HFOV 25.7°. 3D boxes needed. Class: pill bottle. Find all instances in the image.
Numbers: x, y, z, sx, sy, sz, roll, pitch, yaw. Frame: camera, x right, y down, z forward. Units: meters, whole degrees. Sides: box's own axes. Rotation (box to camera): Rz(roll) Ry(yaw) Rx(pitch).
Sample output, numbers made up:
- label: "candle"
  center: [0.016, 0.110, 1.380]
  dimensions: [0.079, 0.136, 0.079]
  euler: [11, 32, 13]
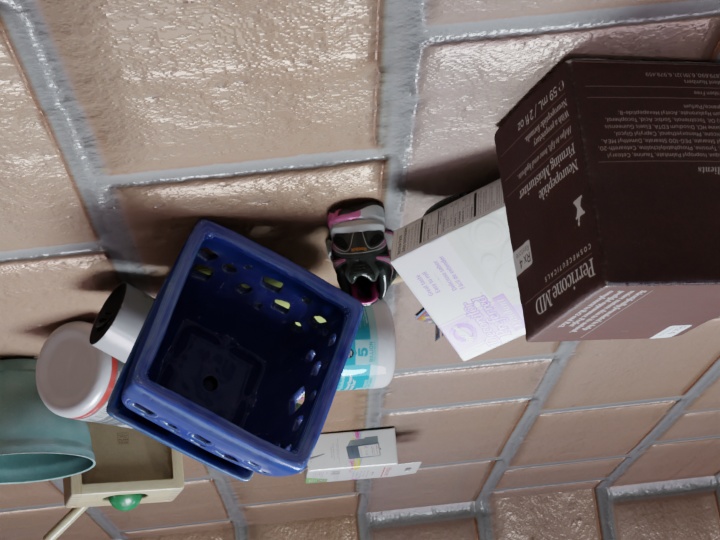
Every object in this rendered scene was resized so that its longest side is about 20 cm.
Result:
- label: "pill bottle"
  center: [-0.064, 0.091, 1.893]
  dimensions: [0.198, 0.112, 0.111]
  euler: [-3, 163, -12]
- label: "pill bottle"
  center: [-0.292, 0.133, 1.938]
  dimensions: [0.115, 0.117, 0.200]
  euler: [-16, 161, 28]

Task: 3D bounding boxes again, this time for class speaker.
- label: "speaker"
  center: [-0.202, 0.094, 1.771]
  dimensions: [0.199, 0.082, 0.081]
  euler: [31, 148, -21]

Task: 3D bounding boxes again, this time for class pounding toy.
- label: "pounding toy"
  center: [-0.351, 0.268, 2.212]
  dimensions: [0.183, 0.202, 0.142]
  euler: [-1, 163, -17]

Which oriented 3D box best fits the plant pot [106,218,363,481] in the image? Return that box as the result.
- label: "plant pot"
  center: [-0.139, 0.097, 1.625]
  dimensions: [0.199, 0.201, 0.180]
  euler: [28, 153, -13]

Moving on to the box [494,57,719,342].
- label: "box"
  center: [0.231, -0.058, 1.360]
  dimensions: [0.163, 0.202, 0.166]
  euler: [0, 161, -20]

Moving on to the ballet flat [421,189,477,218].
- label: "ballet flat"
  center: [0.161, -0.055, 1.587]
  dimensions: [0.198, 0.075, 0.074]
  euler: [-6, 164, 12]

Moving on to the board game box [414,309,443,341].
- label: "board game box"
  center: [0.164, 0.057, 1.985]
  dimensions: [0.157, 0.039, 0.200]
  euler: [-1, 163, -17]

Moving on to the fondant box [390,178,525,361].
- label: "fondant box"
  center: [0.150, -0.013, 1.539]
  dimensions: [0.199, 0.058, 0.145]
  euler: [-25, 120, 22]

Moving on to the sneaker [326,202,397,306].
- label: "sneaker"
  center: [0.000, 0.000, 1.659]
  dimensions: [0.080, 0.087, 0.200]
  euler: [-7, 164, 9]

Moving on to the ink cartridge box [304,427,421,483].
- label: "ink cartridge box"
  center: [0.001, 0.321, 2.749]
  dimensions: [0.198, 0.068, 0.117]
  euler: [-4, 163, -6]

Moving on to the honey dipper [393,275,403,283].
- label: "honey dipper"
  center: [0.057, 0.005, 1.787]
  dimensions: [0.199, 0.038, 0.038]
  euler: [-18, 160, 39]

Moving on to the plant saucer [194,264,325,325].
- label: "plant saucer"
  center: [-0.111, 0.038, 1.747]
  dimensions: [0.198, 0.031, 0.200]
  euler: [11, 152, 6]

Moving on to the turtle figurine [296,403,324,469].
- label: "turtle figurine"
  center: [-0.149, 0.223, 2.330]
  dimensions: [0.199, 0.101, 0.150]
  euler: [7, -160, -33]

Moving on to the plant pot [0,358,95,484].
- label: "plant pot"
  center: [-0.446, 0.191, 2.039]
  dimensions: [0.199, 0.135, 0.200]
  euler: [-6, 163, -2]
